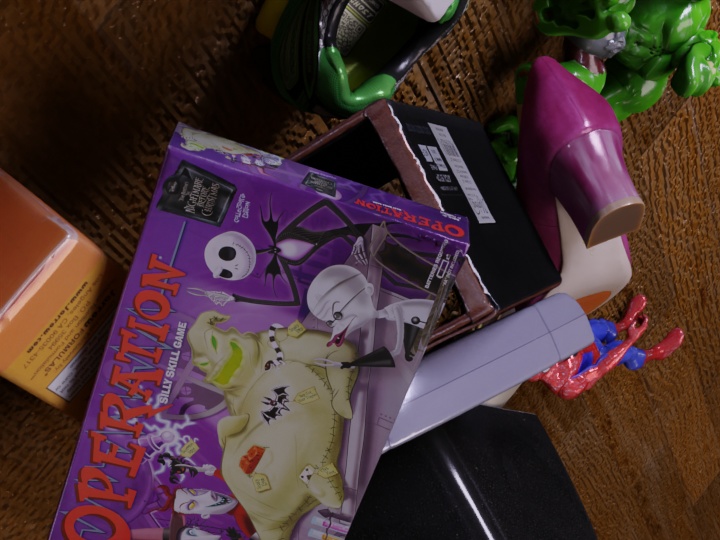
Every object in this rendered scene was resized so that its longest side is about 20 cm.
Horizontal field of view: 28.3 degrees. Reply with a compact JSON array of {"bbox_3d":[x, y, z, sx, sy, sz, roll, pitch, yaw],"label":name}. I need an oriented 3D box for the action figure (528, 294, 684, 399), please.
[{"bbox_3d":[0.188,0.038,1.073,0.200,0.065,0.099,-15,141,-50],"label":"action figure"}]

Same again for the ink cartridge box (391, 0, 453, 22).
[{"bbox_3d":[-0.020,-0.206,0.441,0.146,0.147,0.200,-54,151,-2],"label":"ink cartridge box"}]

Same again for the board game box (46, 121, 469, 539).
[{"bbox_3d":[-0.046,0.050,0.574,0.032,0.120,0.200,-78,-172,-63],"label":"board game box"}]

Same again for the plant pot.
[{"bbox_3d":[0.054,0.215,0.898,0.199,0.178,0.200,-43,155,16],"label":"plant pot"}]

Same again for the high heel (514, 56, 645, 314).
[{"bbox_3d":[0.108,-0.034,0.803,0.067,0.096,0.200,-20,159,-5],"label":"high heel"}]

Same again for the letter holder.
[{"bbox_3d":[0.000,0.000,0.685,0.142,0.101,0.200,-29,175,15],"label":"letter holder"}]

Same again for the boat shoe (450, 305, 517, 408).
[{"bbox_3d":[0.096,0.029,0.933,0.072,0.059,0.200,-28,151,-58],"label":"boat shoe"}]

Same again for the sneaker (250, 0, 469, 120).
[{"bbox_3d":[0.035,-0.149,0.619,0.078,0.085,0.200,26,98,-33],"label":"sneaker"}]

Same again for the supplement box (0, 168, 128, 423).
[{"bbox_3d":[-0.115,0.032,0.628,0.069,0.066,0.200,-52,150,-5],"label":"supplement box"}]

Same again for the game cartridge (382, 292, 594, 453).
[{"bbox_3d":[0.021,0.067,0.733,0.200,0.041,0.133,-22,179,-37],"label":"game cartridge"}]

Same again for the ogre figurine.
[{"bbox_3d":[0.148,-0.134,0.809,0.120,0.098,0.200,-24,134,-31],"label":"ogre figurine"}]
